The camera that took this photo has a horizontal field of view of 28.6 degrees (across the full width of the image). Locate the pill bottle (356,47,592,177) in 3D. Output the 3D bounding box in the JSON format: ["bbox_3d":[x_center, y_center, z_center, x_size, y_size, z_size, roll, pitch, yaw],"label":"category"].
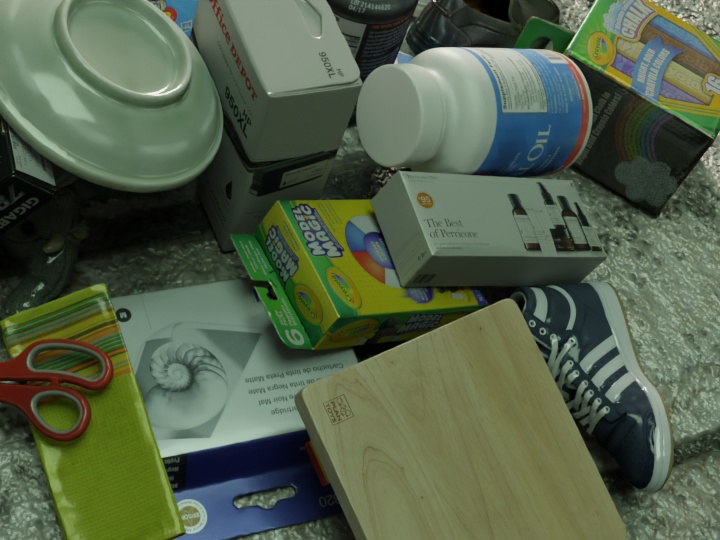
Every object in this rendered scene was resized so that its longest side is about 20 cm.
[{"bbox_3d":[0.095,-0.132,1.199,0.198,0.112,0.113,-7,57,-40],"label":"pill bottle"}]

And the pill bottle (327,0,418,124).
[{"bbox_3d":[-0.007,-0.228,1.231,0.105,0.201,0.107,9,54,-12],"label":"pill bottle"}]

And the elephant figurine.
[{"bbox_3d":[-0.238,-0.072,1.106,0.199,0.143,0.155,-31,40,-16],"label":"elephant figurine"}]

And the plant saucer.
[{"bbox_3d":[-0.180,-0.151,1.031,0.198,0.050,0.202,22,45,-24],"label":"plant saucer"}]

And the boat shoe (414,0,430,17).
[{"bbox_3d":[0.119,-0.299,1.403,0.198,0.069,0.073,-6,58,-22],"label":"boat shoe"}]

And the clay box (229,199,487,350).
[{"bbox_3d":[0.000,0.000,1.134,0.199,0.048,0.116,-3,55,-45],"label":"clay box"}]

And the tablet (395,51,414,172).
[{"bbox_3d":[0.092,-0.109,1.273,0.129,0.014,0.202,15,46,-28],"label":"tablet"}]

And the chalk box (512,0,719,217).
[{"bbox_3d":[0.237,-0.173,1.319,0.199,0.125,0.124,32,53,4],"label":"chalk box"}]

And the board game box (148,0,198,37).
[{"bbox_3d":[-0.261,-0.266,1.217,0.194,0.056,0.200,-6,38,-27],"label":"board game box"}]

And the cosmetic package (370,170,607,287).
[{"bbox_3d":[0.109,-0.034,1.171,0.198,0.051,0.083,-1,57,-38],"label":"cosmetic package"}]

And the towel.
[{"bbox_3d":[-0.194,0.110,1.013,0.085,0.018,0.202,-23,69,1],"label":"towel"}]

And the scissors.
[{"bbox_3d":[-0.277,0.075,1.019,0.197,0.014,0.074,9,73,8],"label":"scissors"}]

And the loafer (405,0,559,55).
[{"bbox_3d":[0.132,-0.245,1.355,0.199,0.073,0.073,-22,61,-44],"label":"loafer"}]

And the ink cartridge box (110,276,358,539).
[{"bbox_3d":[-0.091,0.099,1.079,0.197,0.041,0.202,-9,60,-23],"label":"ink cartridge box"}]

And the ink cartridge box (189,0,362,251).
[{"bbox_3d":[-0.082,-0.135,1.143,0.083,0.201,0.146,-12,60,-25],"label":"ink cartridge box"}]

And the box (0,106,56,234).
[{"bbox_3d":[-0.324,-0.094,1.052,0.050,0.199,0.200,28,37,-50],"label":"box"}]

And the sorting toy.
[{"bbox_3d":[0.067,0.152,1.052,0.197,0.070,0.202,-21,81,-28],"label":"sorting toy"}]

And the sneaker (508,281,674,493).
[{"bbox_3d":[0.177,0.092,1.150,0.107,0.070,0.202,4,49,-21],"label":"sneaker"}]
